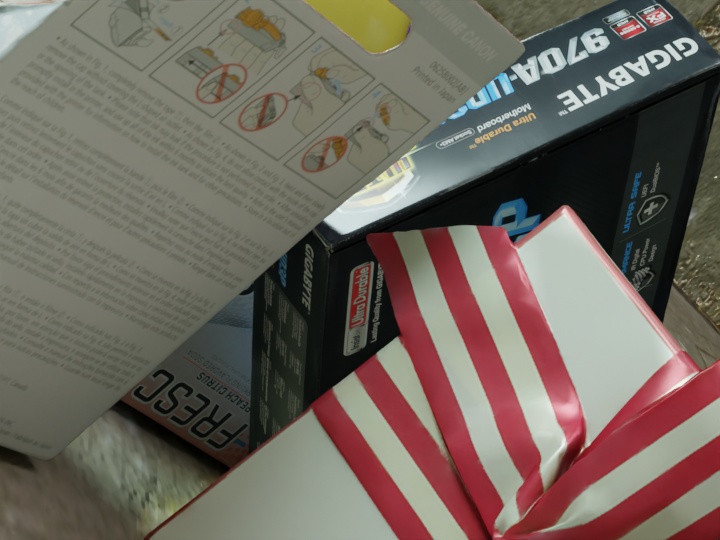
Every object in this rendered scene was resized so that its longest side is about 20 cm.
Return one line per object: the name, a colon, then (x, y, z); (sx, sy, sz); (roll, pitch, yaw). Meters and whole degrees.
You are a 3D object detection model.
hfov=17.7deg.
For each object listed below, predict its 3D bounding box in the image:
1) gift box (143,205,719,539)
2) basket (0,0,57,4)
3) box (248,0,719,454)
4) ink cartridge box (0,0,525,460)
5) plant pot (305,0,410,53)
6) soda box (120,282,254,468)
gift box: (0.046, 0.102, 0.707); (0.200, 0.184, 0.187); (48, 1, 23)
basket: (-0.161, -0.120, 0.701); (0.176, 0.138, 0.201); (35, 44, -51)
box: (0.039, 0.008, 0.815); (0.046, 0.158, 0.201); (52, -26, 30)
ink cartridge box: (-0.070, -0.037, 0.646); (0.057, 0.200, 0.162); (51, 11, 30)
plant pot: (-0.104, -0.125, 0.923); (0.188, 0.201, 0.201); (24, 20, -27)
soda box: (-0.068, 0.011, 0.846); (0.200, 0.068, 0.064); (38, 14, -49)
